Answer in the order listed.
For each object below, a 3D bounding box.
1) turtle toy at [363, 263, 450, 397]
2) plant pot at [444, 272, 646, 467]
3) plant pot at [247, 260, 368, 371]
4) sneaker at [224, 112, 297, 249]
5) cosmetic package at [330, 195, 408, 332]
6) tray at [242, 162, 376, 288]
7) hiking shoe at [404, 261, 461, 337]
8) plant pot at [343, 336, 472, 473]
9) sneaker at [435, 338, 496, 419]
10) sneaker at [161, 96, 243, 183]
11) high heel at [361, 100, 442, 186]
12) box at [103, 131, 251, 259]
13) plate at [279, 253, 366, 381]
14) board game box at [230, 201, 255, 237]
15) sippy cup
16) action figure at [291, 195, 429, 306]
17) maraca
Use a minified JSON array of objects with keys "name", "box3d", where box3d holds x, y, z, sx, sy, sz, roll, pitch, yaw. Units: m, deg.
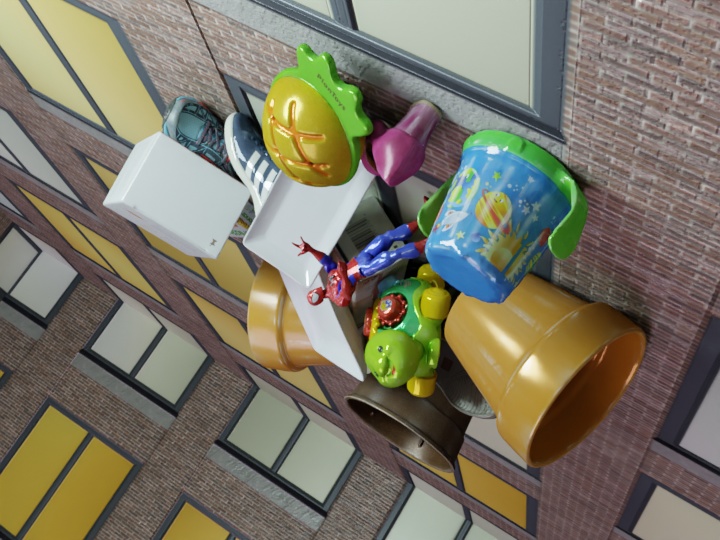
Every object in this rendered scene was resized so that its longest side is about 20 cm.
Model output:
[{"name":"turtle toy","box3d":[0.054,0.080,1.224,0.099,0.149,0.201,7,-158,-3]},{"name":"plant pot","box3d":[0.203,0.094,1.149,0.183,0.200,0.201,43,170,31]},{"name":"plant pot","box3d":[-0.055,0.070,1.563,0.180,0.203,0.201,8,154,24]},{"name":"sneaker","box3d":[-0.110,-0.128,1.284,0.203,0.084,0.075,66,-158,7]},{"name":"cosmetic package","box3d":[0.000,0.000,1.341,0.104,0.086,0.201,57,164,20]},{"name":"tray","box3d":[-0.059,-0.086,1.209,0.106,0.202,0.022,33,-156,3]},{"name":"hiking shoe","box3d":[0.113,0.042,1.344,0.198,0.076,0.101,24,164,36]},{"name":"plant pot","box3d":[0.109,0.170,1.492,0.198,0.200,0.201,32,163,11]},{"name":"sneaker","box3d":[0.155,0.146,1.308,0.105,0.076,0.200,25,-173,-35]},{"name":"sneaker","box3d":[-0.194,-0.177,1.369,0.094,0.081,0.200,15,164,36]},{"name":"high heel","box3d":[0.024,-0.113,1.052,0.067,0.097,0.199,38,163,-14]},{"name":"box","box3d":[-0.259,-0.101,1.357,0.151,0.108,0.199,32,171,-20]},{"name":"plate","box3d":[-0.057,0.042,1.368,0.199,0.032,0.203,20,135,65]},{"name":"board game box","box3d":[-0.246,-0.110,1.702,0.126,0.035,0.199,44,162,-28]},{"name":"sippy cup","box3d":[0.133,-0.045,0.967,0.138,0.132,0.178,34,163,0]},{"name":"action figure","box3d":[-0.001,-0.024,1.173,0.099,0.199,0.066,34,-152,-43]},{"name":"maraca","box3d":[-0.045,-0.162,1.042,0.137,0.107,0.200,47,155,2]}]
